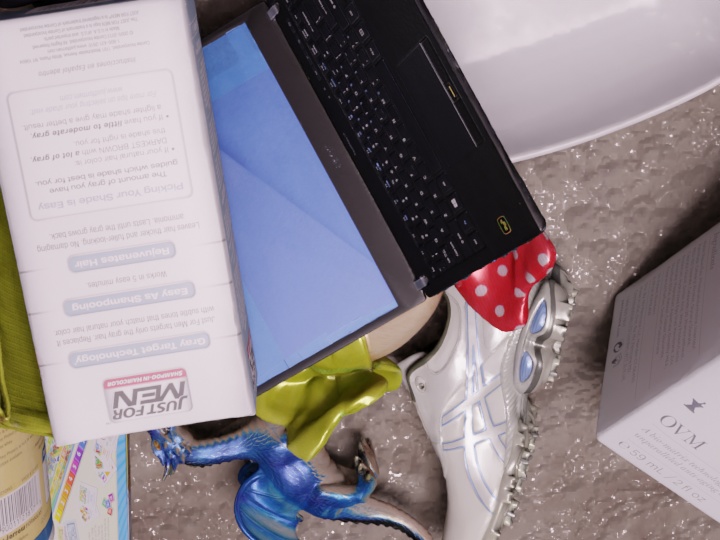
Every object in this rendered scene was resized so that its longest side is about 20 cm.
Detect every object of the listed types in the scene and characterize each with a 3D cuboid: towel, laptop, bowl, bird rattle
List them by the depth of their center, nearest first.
[{"bbox_3d":[-0.032,-0.051,0.704,0.103,0.200,0.178,-28,88,-25],"label":"laptop"},{"bbox_3d":[-0.168,-0.021,0.722,0.018,0.086,0.202,-9,78,12],"label":"towel"},{"bbox_3d":[0.090,-0.167,0.726,0.198,0.075,0.202,-19,113,-3],"label":"bowl"},{"bbox_3d":[0.000,0.000,0.786,0.163,0.113,0.200,40,122,-13],"label":"bird rattle"}]

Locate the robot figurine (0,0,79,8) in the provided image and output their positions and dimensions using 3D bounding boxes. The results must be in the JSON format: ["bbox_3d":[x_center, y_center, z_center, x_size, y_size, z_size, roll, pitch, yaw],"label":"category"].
[{"bbox_3d":[-0.156,-0.209,0.720,0.124,0.151,0.201,-17,111,21],"label":"robot figurine"}]

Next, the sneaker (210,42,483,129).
[{"bbox_3d":[-0.013,-0.082,0.807,0.198,0.077,0.085,-7,106,-3],"label":"sneaker"}]

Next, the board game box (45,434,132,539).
[{"bbox_3d":[-0.203,0.084,0.862,0.133,0.034,0.202,0,108,-7],"label":"board game box"}]

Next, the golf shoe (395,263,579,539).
[{"bbox_3d":[0.064,0.085,0.884,0.096,0.078,0.202,14,101,7],"label":"golf shoe"}]

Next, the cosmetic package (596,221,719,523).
[{"bbox_3d":[0.274,0.059,0.816,0.198,0.124,0.200,33,133,-15],"label":"cosmetic package"}]

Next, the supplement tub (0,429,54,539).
[{"bbox_3d":[-0.237,0.069,0.758,0.143,0.145,0.202,-3,109,-6],"label":"supplement tub"}]

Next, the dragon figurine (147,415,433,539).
[{"bbox_3d":[-0.041,0.133,0.882,0.099,0.059,0.200,-42,105,9],"label":"dragon figurine"}]

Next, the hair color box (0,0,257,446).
[{"bbox_3d":[-0.113,-0.026,0.696,0.098,0.061,0.202,-9,105,-1],"label":"hair color box"}]
